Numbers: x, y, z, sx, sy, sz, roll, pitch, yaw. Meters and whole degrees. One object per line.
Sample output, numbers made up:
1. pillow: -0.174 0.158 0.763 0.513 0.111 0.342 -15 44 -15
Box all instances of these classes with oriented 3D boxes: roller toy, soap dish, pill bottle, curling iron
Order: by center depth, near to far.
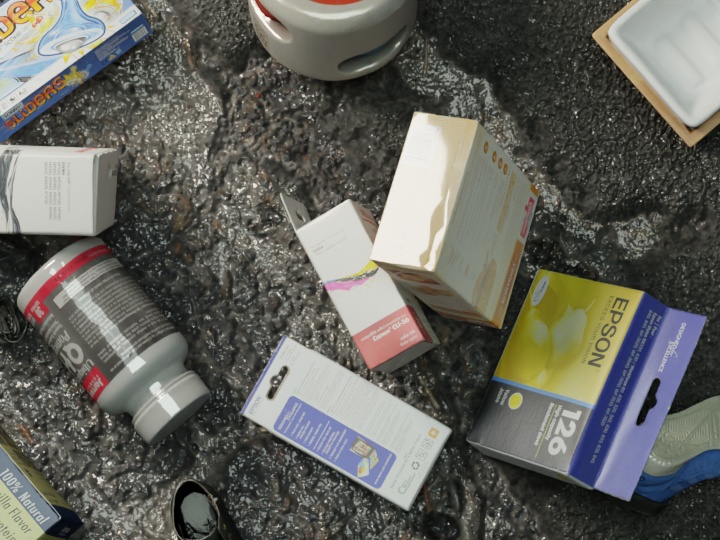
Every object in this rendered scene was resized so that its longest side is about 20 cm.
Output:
1. pill bottle: -0.243 0.073 1.693 0.111 0.111 0.200 -40 82 -8
2. curling iron: -0.415 0.003 1.750 0.200 0.026 0.050 43 60 12
3. roller toy: -0.031 -0.299 1.753 0.198 0.140 0.184 13 68 4
4. soap dish: 0.365 -0.246 1.777 0.200 0.081 0.158 -40 82 -8

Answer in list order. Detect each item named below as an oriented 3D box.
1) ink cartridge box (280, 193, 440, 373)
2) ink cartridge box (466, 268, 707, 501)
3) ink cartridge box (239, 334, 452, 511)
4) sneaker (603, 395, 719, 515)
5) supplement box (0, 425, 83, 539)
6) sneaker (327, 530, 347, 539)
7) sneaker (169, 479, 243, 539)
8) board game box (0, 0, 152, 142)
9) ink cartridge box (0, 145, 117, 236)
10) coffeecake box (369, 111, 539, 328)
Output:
1. ink cartridge box: 0.000 0.000 1.702 0.067 0.116 0.201 -30 81 7
2. ink cartridge box: 0.218 0.108 1.664 0.047 0.199 0.199 33 76 -37
3. ink cartridge box: -0.014 0.156 1.718 0.199 0.037 0.095 30 81 2
4. sneaker: 0.325 0.190 1.702 0.199 0.111 0.077 -8 61 -37
5. supplement box: -0.417 0.238 1.646 0.200 0.134 0.200 -41 82 -8
6. sneaker: 0.040 0.323 1.669 0.199 0.070 0.100 28 78 4
7. sneaker: -0.136 0.299 1.652 0.074 0.106 0.201 -29 81 -6
8. board game box: -0.334 -0.238 1.765 0.200 0.035 0.135 -38 56 -7
9. ink cartridge box: -0.352 -0.082 1.697 0.198 0.145 0.085 1 97 0
10. coffeecake box: 0.098 -0.046 1.670 0.073 0.200 0.155 11 77 27
